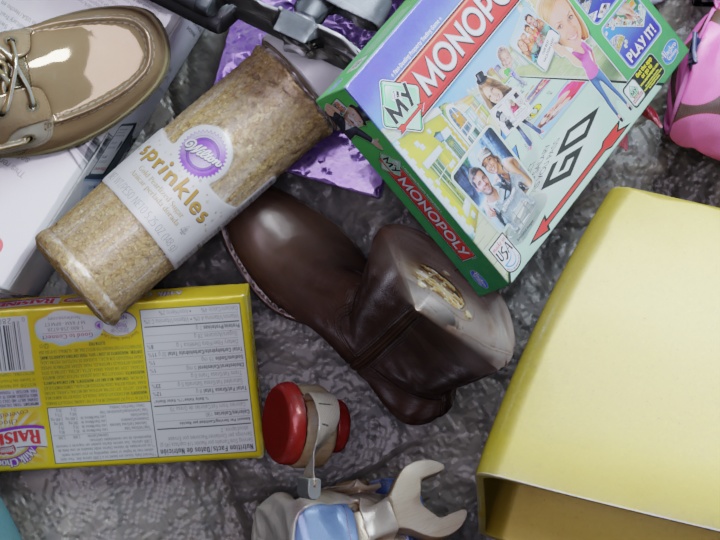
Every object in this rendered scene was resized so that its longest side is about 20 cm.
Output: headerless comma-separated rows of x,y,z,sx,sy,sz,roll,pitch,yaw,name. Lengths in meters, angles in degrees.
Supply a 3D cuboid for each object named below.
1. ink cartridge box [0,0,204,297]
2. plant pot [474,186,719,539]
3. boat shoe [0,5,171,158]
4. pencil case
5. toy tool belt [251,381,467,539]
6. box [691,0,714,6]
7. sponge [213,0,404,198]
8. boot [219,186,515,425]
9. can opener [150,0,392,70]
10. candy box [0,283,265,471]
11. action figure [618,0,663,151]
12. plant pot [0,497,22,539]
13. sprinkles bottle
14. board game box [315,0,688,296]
-0.204,-0.105,1.462,0.146,0.086,0.201,32,91,6,ink cartridge box
0.179,0.067,1.367,0.199,0.200,0.177,12,76,6,plant pot
-0.201,-0.095,1.387,0.199,0.065,0.072,-21,84,3,boat shoe
0.272,-0.085,1.412,0.199,0.091,0.094,21,94,4,pencil case
0.004,0.164,1.421,0.122,0.125,0.201,2,89,-25,toy tool belt
0.290,-0.222,1.444,0.199,0.038,0.138,1,86,6,box
-0.017,-0.152,1.475,0.111,0.030,0.201,14,88,6,sponge
0.000,0.000,1.374,0.186,0.200,0.064,43,77,4,boot
-0.077,-0.168,1.381,0.199,0.053,0.067,28,81,15,can opener
-0.158,0.064,1.460,0.199,0.026,0.103,-3,111,5,candy box
0.100,-0.153,1.403,0.134,0.149,0.200,-44,86,0,action figure
-0.270,0.179,1.404,0.188,0.200,0.200,44,91,-7,plant pot
-0.088,-0.057,1.414,0.200,0.068,0.068,-42,83,-6,sprinkles bottle
0.078,-0.102,1.316,0.135,0.029,0.200,49,55,-15,board game box
